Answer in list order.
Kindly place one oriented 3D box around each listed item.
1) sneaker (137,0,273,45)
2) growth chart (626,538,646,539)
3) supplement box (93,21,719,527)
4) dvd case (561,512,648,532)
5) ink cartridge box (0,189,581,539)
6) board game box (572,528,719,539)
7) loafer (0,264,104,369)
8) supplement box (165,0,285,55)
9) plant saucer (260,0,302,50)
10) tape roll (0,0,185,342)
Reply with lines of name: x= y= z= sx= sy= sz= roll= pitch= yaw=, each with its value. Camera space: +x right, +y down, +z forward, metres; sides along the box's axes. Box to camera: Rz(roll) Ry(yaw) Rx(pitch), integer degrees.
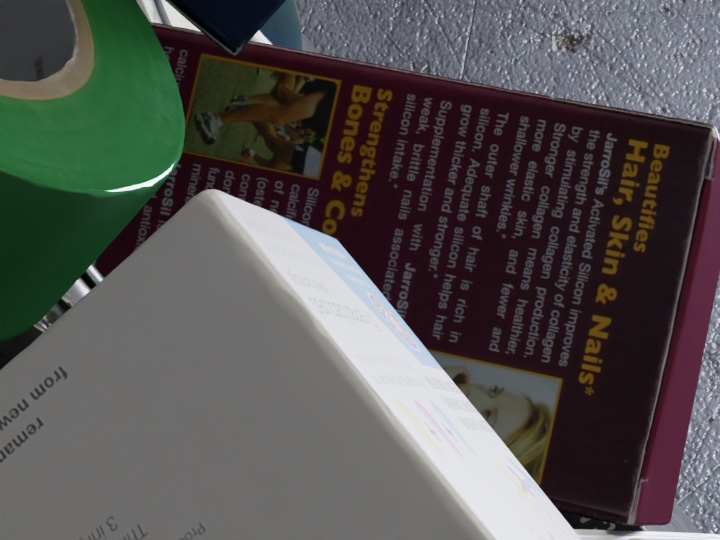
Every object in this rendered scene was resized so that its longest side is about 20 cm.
sneaker: x=-0.043 y=-0.034 z=0.911 sx=0.073 sy=0.070 sz=0.201 roll=-23 pitch=-92 yaw=58
growth chart: x=0.085 y=0.170 z=0.703 sx=0.145 sy=0.018 sz=0.201 roll=56 pitch=33 yaw=-35
supplement box: x=0.000 y=0.000 z=0.809 sx=0.198 sy=0.111 sz=0.086 roll=12 pitch=-3 yaw=13
dvd case: x=0.070 y=0.078 z=0.957 sx=0.151 sy=0.025 sz=0.200 roll=51 pitch=-2 yaw=-11
ink cartridge box: x=0.001 y=0.104 z=0.542 sx=0.200 sy=0.125 sz=0.129 roll=50 pitch=5 yaw=9
board game box: x=0.057 y=0.131 z=0.727 sx=0.200 sy=0.034 sz=0.127 roll=12 pitch=66 yaw=-61
loafer: x=-0.128 y=-0.002 z=0.625 sx=0.200 sy=0.072 sz=0.063 roll=40 pitch=27 yaw=-18
supplement box: x=-0.034 y=-0.203 z=0.670 sx=0.200 sy=0.200 sz=0.134 roll=40 pitch=20 yaw=-11
plant saucer: x=-0.115 y=-0.121 z=1.147 sx=0.199 sy=0.027 sz=0.201 roll=25 pitch=-33 yaw=18
tape roll: x=-0.127 y=-0.072 z=0.579 sx=0.200 sy=0.048 sz=0.201 roll=40 pitch=18 yaw=-16
